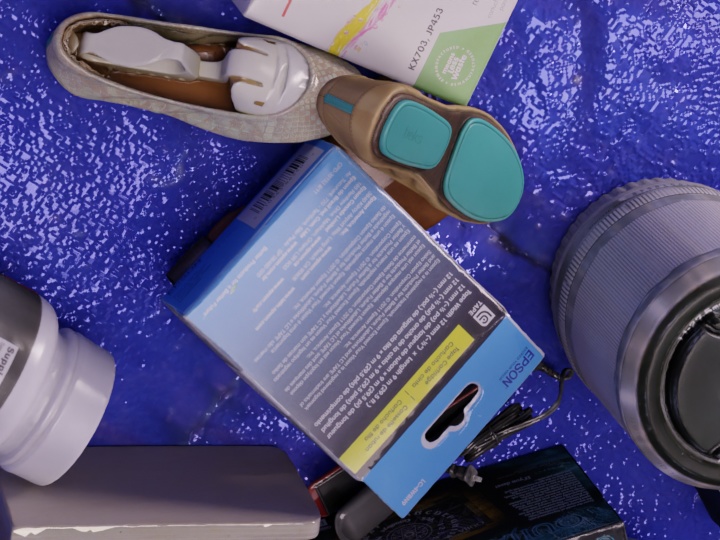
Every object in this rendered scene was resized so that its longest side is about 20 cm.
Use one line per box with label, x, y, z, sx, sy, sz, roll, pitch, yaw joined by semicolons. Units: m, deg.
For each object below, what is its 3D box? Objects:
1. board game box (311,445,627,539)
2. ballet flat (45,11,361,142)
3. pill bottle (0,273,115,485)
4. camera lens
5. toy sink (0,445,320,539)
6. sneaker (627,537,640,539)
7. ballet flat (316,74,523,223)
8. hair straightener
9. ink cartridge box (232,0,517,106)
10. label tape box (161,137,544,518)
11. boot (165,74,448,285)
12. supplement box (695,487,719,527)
board game box;0.063;0.178;1.813;0.200;0.135;0.028;-16;112;-8
ballet flat;-0.094;-0.119;1.678;0.200;0.062;0.068;6;77;-2
pill bottle;-0.259;0.046;1.694;0.200;0.114;0.114;30;99;-23
camera lens;0.219;0.037;1.767;0.160;0.200;0.160;-5;111;-13
toy sink;-0.138;0.188;1.769;0.200;0.130;0.112;0;109;-15
sneaker;0.123;0.223;1.877;0.200;0.146;0.081;-6;85;31
ballet flat;0.038;-0.082;1.707;0.200;0.063;0.069;30;85;-59
hair straightener;0.065;0.121;1.817;0.200;0.077;0.041;-30;133;-15
ink cartridge box;-0.004;-0.194;1.699;0.200;0.067;0.117;20;104;-20
label tape box;-0.003;0.035;1.723;0.200;0.066;0.143;44;84;-21
boot;0.000;0.000;1.787;0.200;0.068;0.188;-41;108;-7
supplement box;0.322;0.101;1.866;0.200;0.109;0.110;-31;113;-2
